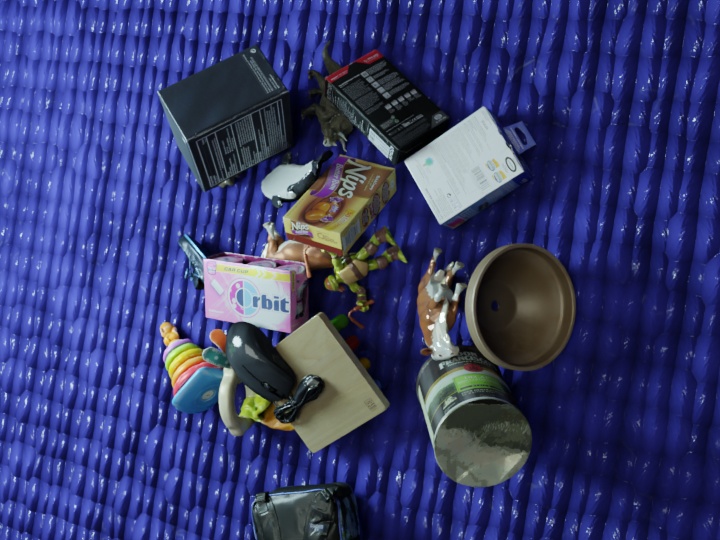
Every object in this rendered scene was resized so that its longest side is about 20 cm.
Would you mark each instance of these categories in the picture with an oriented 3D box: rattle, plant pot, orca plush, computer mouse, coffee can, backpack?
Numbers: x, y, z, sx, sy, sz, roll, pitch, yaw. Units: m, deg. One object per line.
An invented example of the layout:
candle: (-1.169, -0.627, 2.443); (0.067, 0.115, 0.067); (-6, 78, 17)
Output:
rattle: (-0.195, 0.206, 1.434); (0.143, 0.130, 0.200); (7, 112, 36)
plant pot: (0.241, 0.059, 1.261); (0.093, 0.201, 0.201); (175, 96, -64)
orca plush: (-0.106, -0.170, 1.451); (0.200, 0.071, 0.105); (-31, 53, 45)
computer mouse: (-0.170, 0.176, 1.373); (0.200, 0.053, 0.139); (46, 124, 6)
coffee can: (0.172, 0.222, 1.224); (0.146, 0.200, 0.147); (-1, 107, -3)
backpack: (-0.082, 0.481, 1.378); (0.183, 0.147, 0.200); (-12, 79, 22)

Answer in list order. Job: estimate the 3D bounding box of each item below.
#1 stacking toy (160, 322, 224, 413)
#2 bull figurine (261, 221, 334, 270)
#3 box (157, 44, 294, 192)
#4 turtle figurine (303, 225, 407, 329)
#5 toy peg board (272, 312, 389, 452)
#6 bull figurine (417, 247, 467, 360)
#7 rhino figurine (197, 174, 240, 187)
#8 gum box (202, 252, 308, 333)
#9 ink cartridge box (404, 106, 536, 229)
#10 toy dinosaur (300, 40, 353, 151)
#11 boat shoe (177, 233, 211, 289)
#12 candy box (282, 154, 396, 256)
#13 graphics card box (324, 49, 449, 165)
stacking toy: (-0.349, 0.176, 1.547); (0.110, 0.116, 0.200); (-48, 59, 12)
bull figurine: (-0.132, -0.036, 1.456); (0.200, 0.065, 0.122); (-13, 98, 24)
box: (-0.238, -0.273, 1.416); (0.198, 0.200, 0.123); (-30, 74, -13)
turtle figurine: (0.000, 0.000, 1.394); (0.161, 0.064, 0.200); (-31, 116, 5)
toy peg board: (-0.058, 0.189, 1.406); (0.200, 0.098, 0.199); (-37, 89, 34)
bull figurine: (0.132, 0.056, 1.287); (0.065, 0.200, 0.122); (13, 121, -13)
rhino figurine: (-0.296, -0.256, 1.557); (0.087, 0.060, 0.200); (-10, 82, 20)
gum box: (-0.185, 0.038, 1.417); (0.200, 0.066, 0.114); (8, 106, 26)
ink cartridge box: (0.196, -0.180, 1.324); (0.200, 0.076, 0.137); (-33, 76, 21)
toy dinosaur: (-0.051, -0.320, 1.454); (0.102, 0.077, 0.200); (9, 86, 12)
boat shoe: (-0.304, 0.014, 1.533); (0.069, 0.084, 0.200); (-43, 69, 4)
candy box: (-0.032, -0.118, 1.367); (0.117, 0.200, 0.057); (18, 139, 24)
graphics card box: (0.044, -0.290, 1.377); (0.125, 0.051, 0.200); (-35, 69, -24)
